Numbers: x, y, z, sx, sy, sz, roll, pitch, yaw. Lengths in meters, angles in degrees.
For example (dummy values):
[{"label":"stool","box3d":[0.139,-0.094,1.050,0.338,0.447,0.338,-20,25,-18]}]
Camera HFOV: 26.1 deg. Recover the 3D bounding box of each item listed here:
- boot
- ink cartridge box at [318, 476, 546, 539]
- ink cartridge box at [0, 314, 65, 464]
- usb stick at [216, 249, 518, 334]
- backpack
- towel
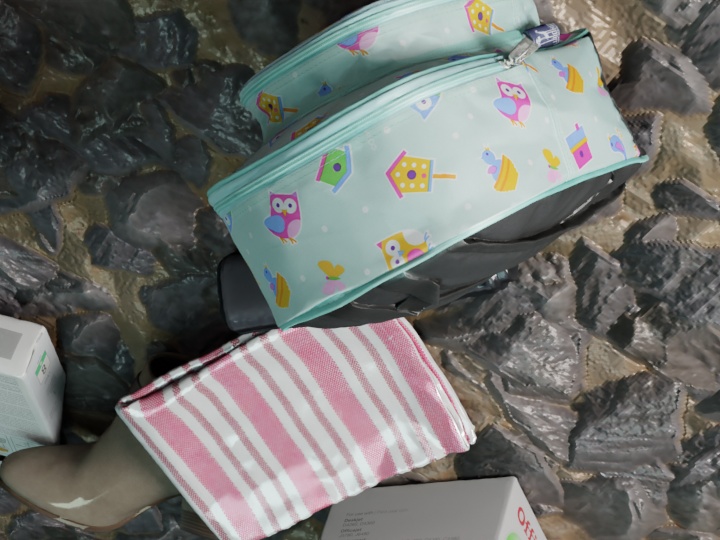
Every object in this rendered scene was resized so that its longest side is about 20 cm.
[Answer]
[{"label":"boot","box3d":[-0.151,0.117,1.086,0.200,0.070,0.146,12,129,-4]},{"label":"ink cartridge box","box3d":[0.045,0.265,1.055,0.146,0.200,0.147,-9,127,27]},{"label":"ink cartridge box","box3d":[-0.294,0.085,1.150,0.161,0.050,0.200,14,153,9]},{"label":"usb stick","box3d":[0.000,0.000,0.936,0.200,0.056,0.033,-10,164,28]},{"label":"backpack","box3d":[0.025,-0.055,0.770,0.176,0.200,0.153,-24,97,37]},{"label":"towel","box3d":[-0.042,0.100,1.014,0.200,0.030,0.146,-27,119,13]}]
